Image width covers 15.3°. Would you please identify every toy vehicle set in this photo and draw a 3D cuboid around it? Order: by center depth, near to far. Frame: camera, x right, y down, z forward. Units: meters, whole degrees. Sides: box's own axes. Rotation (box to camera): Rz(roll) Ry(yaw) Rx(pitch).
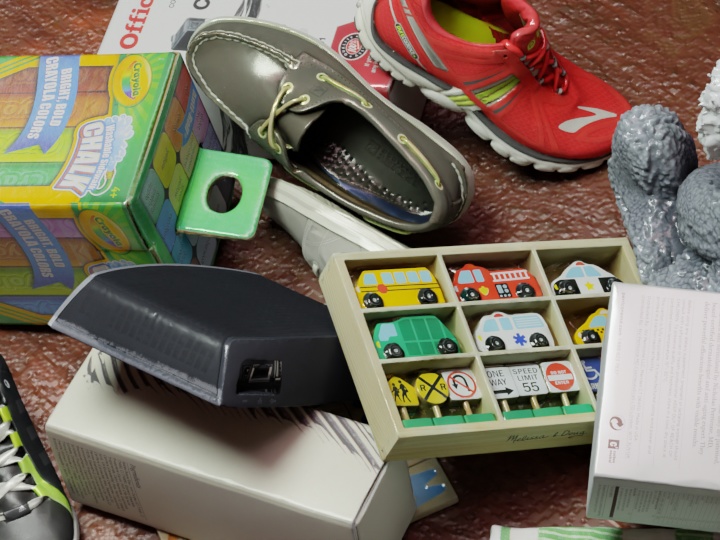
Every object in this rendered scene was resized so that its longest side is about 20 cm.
[{"bbox_3d":[0.085,0.043,1.529,0.200,0.027,0.124,-3,56,-28],"label":"toy vehicle set"}]

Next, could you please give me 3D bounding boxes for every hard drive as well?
[{"bbox_3d":[-0.071,0.036,1.526,0.135,0.200,0.042,23,101,27],"label":"hard drive"}]

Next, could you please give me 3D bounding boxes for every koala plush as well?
[{"bbox_3d":[0.250,-0.055,1.515,0.177,0.200,0.184,2,54,-10],"label":"koala plush"}]

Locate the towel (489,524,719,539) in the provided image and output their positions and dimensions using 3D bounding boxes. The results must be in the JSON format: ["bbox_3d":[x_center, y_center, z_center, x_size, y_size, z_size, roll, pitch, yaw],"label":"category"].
[{"bbox_3d":[0.164,0.202,1.458,0.200,0.023,0.153,-1,51,10],"label":"towel"}]

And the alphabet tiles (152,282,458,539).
[{"bbox_3d":[-0.057,0.095,1.592,0.167,0.008,0.200,-23,52,-8],"label":"alphabet tiles"}]

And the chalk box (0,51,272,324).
[{"bbox_3d":[-0.156,-0.049,1.635,0.200,0.124,0.125,-1,51,19],"label":"chalk box"}]

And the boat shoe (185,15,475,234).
[{"bbox_3d":[-0.024,-0.089,1.627,0.202,0.072,0.060,33,19,6],"label":"boat shoe"}]

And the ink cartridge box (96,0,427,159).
[{"bbox_3d":[-0.056,-0.151,1.739,0.200,0.084,0.144,5,52,15],"label":"ink cartridge box"}]

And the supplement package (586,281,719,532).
[{"bbox_3d":[0.227,0.082,1.441,0.200,0.114,0.110,6,74,4],"label":"supplement package"}]

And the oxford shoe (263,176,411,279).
[{"bbox_3d":[0.000,0.000,1.625,0.200,0.075,0.058,33,97,32],"label":"oxford shoe"}]

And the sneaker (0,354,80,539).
[{"bbox_3d":[-0.224,0.102,1.567,0.072,0.083,0.200,-24,52,-9],"label":"sneaker"}]

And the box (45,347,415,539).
[{"bbox_3d":[-0.074,0.112,1.527,0.200,0.082,0.068,16,56,20],"label":"box"}]

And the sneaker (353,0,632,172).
[{"bbox_3d":[0.093,-0.127,1.647,0.200,0.085,0.077,25,55,-22],"label":"sneaker"}]
